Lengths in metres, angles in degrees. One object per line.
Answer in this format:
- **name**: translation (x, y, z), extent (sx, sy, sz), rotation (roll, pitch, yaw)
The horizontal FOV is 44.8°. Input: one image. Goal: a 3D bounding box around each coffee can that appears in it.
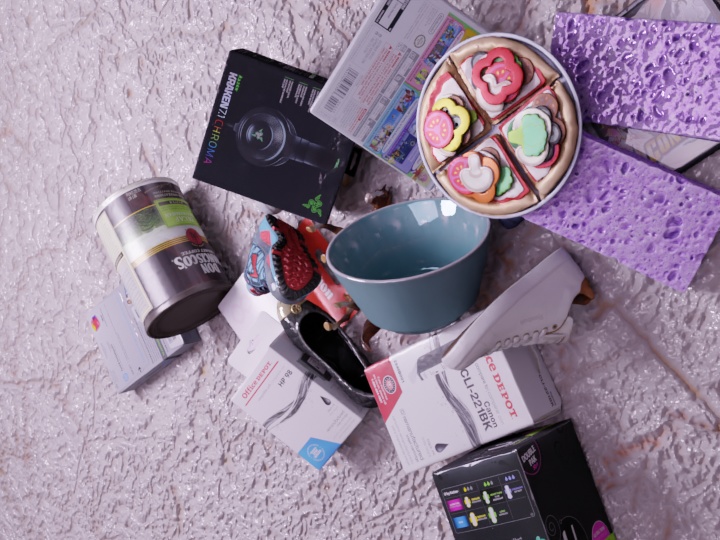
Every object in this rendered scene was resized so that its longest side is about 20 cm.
- **coffee can**: translation (-0.299, -0.019, 1.326), extent (0.146, 0.146, 0.201), rotation (-41, 71, 32)

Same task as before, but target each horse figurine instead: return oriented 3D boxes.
- **horse figurine**: translation (0.000, 0.000, 1.139), extent (0.050, 0.132, 0.201), rotation (0, 106, 46)

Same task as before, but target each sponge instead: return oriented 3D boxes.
- **sponge**: translation (0.278, -0.070, 0.934), extent (0.199, 0.030, 0.112), rotation (26, 115, 13)
- **sponge**: translation (0.291, -0.203, 0.907), extent (0.199, 0.030, 0.112), rotation (16, 103, 34)

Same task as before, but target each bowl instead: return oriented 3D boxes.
- **bowl**: translation (0.067, 0.004, 1.051), extent (0.200, 0.201, 0.106), rotation (6, 124, 35)

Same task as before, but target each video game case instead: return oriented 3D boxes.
- **video game case**: translation (0.313, -0.192, 0.935), extent (0.200, 0.025, 0.181), rotation (-36, 74, 33)
- **video game case**: translation (0.065, -0.225, 1.050), extent (0.182, 0.022, 0.200), rotation (32, 112, -7)

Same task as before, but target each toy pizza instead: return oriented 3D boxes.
- **toy pizza**: translation (0.142, -0.154, 0.947), extent (0.199, 0.032, 0.201), rotation (10, 107, 33)

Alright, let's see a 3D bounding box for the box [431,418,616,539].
- **box**: translation (0.196, 0.293, 0.995), extent (0.124, 0.148, 0.201), rotation (-26, 79, 36)

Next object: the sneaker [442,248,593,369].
- **sneaker**: translation (0.181, 0.059, 0.958), extent (0.085, 0.200, 0.073), rotation (51, 159, 9)

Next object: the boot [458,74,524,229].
- **boot**: translation (0.147, -0.146, 1.018), extent (0.090, 0.073, 0.200), rotation (-38, 86, 36)

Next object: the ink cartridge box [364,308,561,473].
- **ink cartridge box**: translation (0.123, 0.145, 1.073), extent (0.200, 0.084, 0.145), rotation (-30, 77, 33)

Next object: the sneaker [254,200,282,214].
- **sneaker**: translation (-0.110, -0.178, 1.216), extent (0.084, 0.073, 0.201), rotation (4, 96, 38)

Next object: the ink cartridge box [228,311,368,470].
- **ink cartridge box**: translation (-0.096, 0.165, 1.203), extent (0.200, 0.067, 0.116), rotation (38, 118, 2)

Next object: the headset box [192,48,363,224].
- **headset box**: translation (-0.095, -0.174, 1.144), extent (0.199, 0.093, 0.175), rotation (20, 106, -3)

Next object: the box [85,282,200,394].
- **box**: translation (-0.366, 0.094, 1.453), extent (0.200, 0.041, 0.157), rotation (-35, 74, 32)

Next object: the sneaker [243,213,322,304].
- **sneaker**: translation (-0.111, 0.006, 1.173), extent (0.096, 0.079, 0.200), rotation (-56, 22, 16)

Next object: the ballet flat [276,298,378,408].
- **ballet flat**: translation (-0.035, 0.101, 1.167), extent (0.200, 0.066, 0.057), rotation (44, 158, 11)

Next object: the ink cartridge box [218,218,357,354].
- **ink cartridge box**: translation (-0.102, 0.048, 1.251), extent (0.163, 0.057, 0.200), rotation (52, 126, 20)
